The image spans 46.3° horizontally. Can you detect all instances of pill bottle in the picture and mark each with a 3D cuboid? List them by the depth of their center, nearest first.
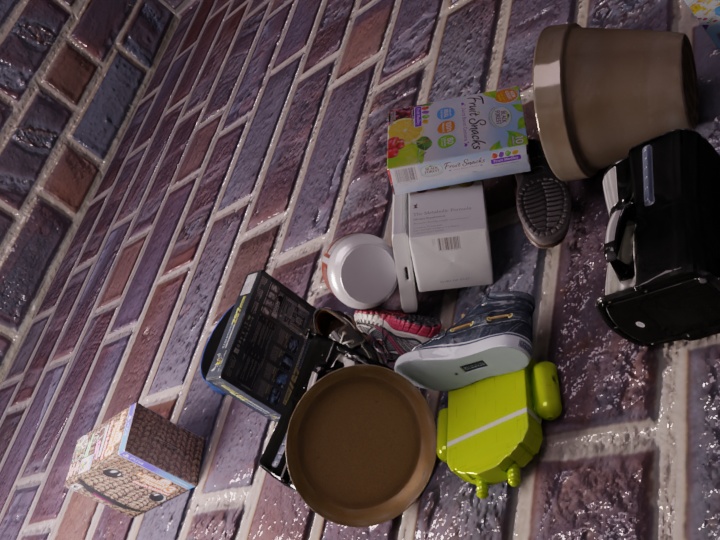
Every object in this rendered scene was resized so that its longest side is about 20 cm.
[{"bbox_3d":[0.000,0.000,1.297,0.113,0.111,0.200,-54,8,-1],"label":"pill bottle"}]

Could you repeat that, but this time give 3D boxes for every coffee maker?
[{"bbox_3d":[0.356,-0.038,0.913,0.188,0.135,0.203,-4,54,24],"label":"coffee maker"},{"bbox_3d":[-0.046,0.206,1.180,0.203,0.133,0.192,-65,16,-5],"label":"coffee maker"}]

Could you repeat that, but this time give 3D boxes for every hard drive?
[{"bbox_3d":[0.068,-0.050,1.275,0.026,0.134,0.202,-5,33,7],"label":"hard drive"}]

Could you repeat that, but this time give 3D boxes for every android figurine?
[{"bbox_3d":[0.163,0.178,1.024,0.181,0.041,0.203,-33,34,30],"label":"android figurine"}]

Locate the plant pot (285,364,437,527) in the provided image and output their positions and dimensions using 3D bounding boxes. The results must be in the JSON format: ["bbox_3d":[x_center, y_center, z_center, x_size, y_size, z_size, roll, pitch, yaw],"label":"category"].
[{"bbox_3d":[0.000,0.221,1.072,0.202,0.198,0.027,-57,10,-7],"label":"plant pot"}]

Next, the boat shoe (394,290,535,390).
[{"bbox_3d":[0.135,0.089,1.067,0.197,0.071,0.092,-17,40,37],"label":"boat shoe"}]

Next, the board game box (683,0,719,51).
[{"bbox_3d":[0.449,-0.348,0.993,0.104,0.199,0.105,-18,44,44],"label":"board game box"}]

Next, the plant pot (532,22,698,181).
[{"bbox_3d":[0.331,-0.226,1.073,0.170,0.200,0.203,-5,53,32],"label":"plant pot"}]

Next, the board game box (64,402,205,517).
[{"bbox_3d":[-0.410,0.349,1.534,0.198,0.159,0.098,-32,37,33],"label":"board game box"}]

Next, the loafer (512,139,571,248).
[{"bbox_3d":[0.250,-0.098,1.163,0.071,0.072,0.203,-11,44,11],"label":"loafer"}]

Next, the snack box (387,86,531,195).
[{"bbox_3d":[0.137,-0.187,1.204,0.195,0.054,0.144,-8,45,11],"label":"snack box"}]

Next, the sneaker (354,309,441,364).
[{"bbox_3d":[0.046,0.099,1.237,0.199,0.079,0.077,-168,81,-65],"label":"sneaker"}]

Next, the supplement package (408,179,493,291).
[{"bbox_3d":[0.129,-0.085,1.228,0.111,0.111,0.203,-7,46,8],"label":"supplement package"}]

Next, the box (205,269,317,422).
[{"bbox_3d":[-0.153,0.126,1.400,0.050,0.157,0.203,-14,49,47],"label":"box"}]

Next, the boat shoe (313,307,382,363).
[{"bbox_3d":[-0.024,0.124,1.314,0.072,0.067,0.201,-47,34,8],"label":"boat shoe"}]

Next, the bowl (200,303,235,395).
[{"bbox_3d":[-0.236,0.139,1.619,0.199,0.039,0.203,-35,36,29],"label":"bowl"}]
